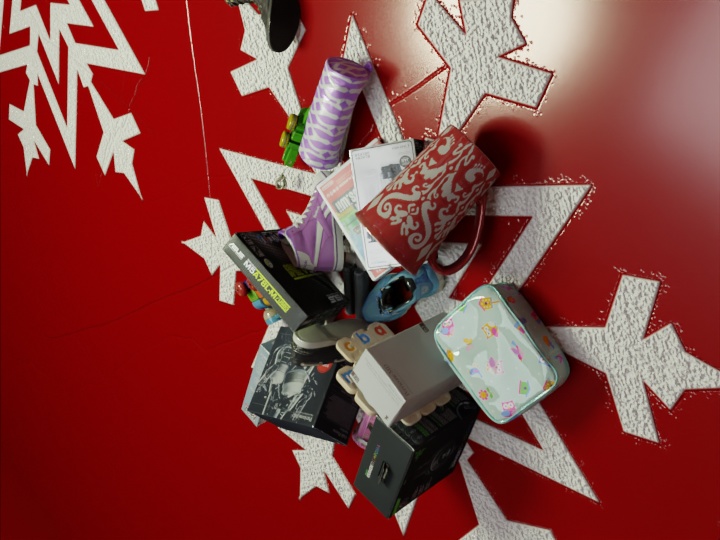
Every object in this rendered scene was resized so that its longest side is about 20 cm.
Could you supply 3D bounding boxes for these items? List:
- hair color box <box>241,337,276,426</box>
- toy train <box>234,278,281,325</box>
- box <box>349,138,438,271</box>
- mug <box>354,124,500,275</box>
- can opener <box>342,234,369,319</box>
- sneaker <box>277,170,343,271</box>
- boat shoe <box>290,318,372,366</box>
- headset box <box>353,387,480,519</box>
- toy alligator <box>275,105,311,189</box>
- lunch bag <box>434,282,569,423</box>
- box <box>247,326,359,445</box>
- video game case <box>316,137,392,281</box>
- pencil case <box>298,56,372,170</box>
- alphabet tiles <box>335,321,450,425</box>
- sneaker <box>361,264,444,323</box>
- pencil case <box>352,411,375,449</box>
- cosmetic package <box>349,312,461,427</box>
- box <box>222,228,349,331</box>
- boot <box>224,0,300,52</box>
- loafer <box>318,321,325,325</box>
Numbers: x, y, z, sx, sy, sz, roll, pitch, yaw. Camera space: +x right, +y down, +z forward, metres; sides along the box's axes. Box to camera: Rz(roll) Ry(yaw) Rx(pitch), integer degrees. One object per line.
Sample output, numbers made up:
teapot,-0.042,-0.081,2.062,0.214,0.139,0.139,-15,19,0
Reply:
hair color box,-0.181,0.230,1.733,0.061,0.098,0.202,41,130,27
toy train,-0.169,0.044,1.650,0.117,0.084,0.199,60,149,-6
box,0.055,-0.107,1.341,0.115,0.060,0.203,-8,94,18
mug,0.116,-0.103,1.249,0.200,0.177,0.134,-46,50,7
can opener,0.000,0.000,1.494,0.052,0.066,0.202,26,130,33
sneaker,-0.093,-0.095,1.464,0.073,0.112,0.203,113,154,-58
boat shoe,-0.037,0.133,1.452,0.074,0.198,0.061,42,125,41
headset box,0.092,0.305,1.406,0.092,0.199,0.176,38,128,29
toy alligator,-0.122,-0.241,1.530,0.055,0.059,0.201,-89,22,-44
lunch bag,0.216,0.127,1.281,0.160,0.077,0.201,-46,70,31
box,-0.092,0.217,1.565,0.198,0.104,0.184,2,65,44
video game case,0.027,-0.105,1.404,0.142,0.017,0.201,-36,78,18
pencil case,-0.045,-0.268,1.411,0.084,0.084,0.201,-114,34,-41
alphabet tiles,0.055,0.174,1.394,0.196,0.199,0.015,45,135,23
sneaker,0.054,0.041,1.424,0.200,0.089,0.079,-38,77,48
pencil case,0.045,0.249,1.512,0.082,0.087,0.202,18,122,-1
cosmetic package,0.093,0.160,1.349,0.113,0.199,0.082,49,134,20
box,-0.127,0.011,1.444,0.193,0.200,0.048,46,108,12
boot,-0.192,-0.503,1.497,0.173,0.069,0.203,12,106,46
loafer,-0.106,0.028,1.590,0.068,0.069,0.204,-137,41,-72
